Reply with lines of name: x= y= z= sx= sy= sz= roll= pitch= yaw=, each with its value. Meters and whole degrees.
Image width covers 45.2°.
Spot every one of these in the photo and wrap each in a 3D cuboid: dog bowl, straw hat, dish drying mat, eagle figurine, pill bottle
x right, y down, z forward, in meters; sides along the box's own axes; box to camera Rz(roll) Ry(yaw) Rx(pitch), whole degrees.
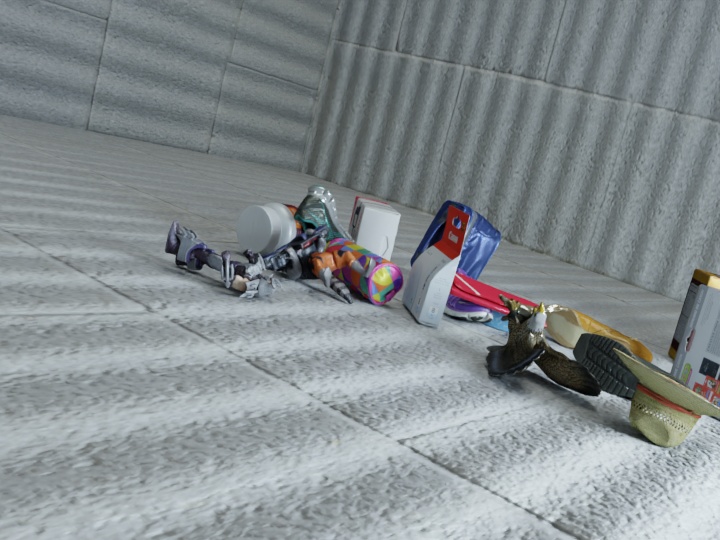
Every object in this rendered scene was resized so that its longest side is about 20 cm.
dog bowl: x=0.270 y=0.076 z=1.744 sx=0.109 sy=0.051 sz=0.200 roll=13 pitch=9 yaw=-17
straw hat: x=0.413 y=0.192 z=1.178 sx=0.198 sy=0.086 sz=0.201 roll=28 pitch=5 yaw=-3
dish drying mat: x=0.258 y=0.053 z=1.629 sx=0.196 sy=0.018 sz=0.077 roll=20 pitch=26 yaw=-9
eagle figurine: x=0.265 y=0.120 z=1.325 sx=0.149 sy=0.152 sz=0.202 roll=-22 pitch=40 yaw=12
pill bottle: x=-0.153 y=-0.078 z=1.739 sx=0.108 sy=0.112 sz=0.198 roll=20 pitch=10 yaw=30

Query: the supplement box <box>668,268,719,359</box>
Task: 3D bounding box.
supplement box: x=0.799 y=0.126 z=1.864 sx=0.193 sy=0.205 sz=0.133 roll=16 pitch=9 yaw=6

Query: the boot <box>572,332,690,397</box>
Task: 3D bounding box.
boot: x=0.455 y=0.173 z=1.441 sx=0.198 sy=0.079 sz=0.138 roll=35 pitch=12 yaw=23

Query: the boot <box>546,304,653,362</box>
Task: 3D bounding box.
boot: x=0.467 y=0.135 z=1.710 sx=0.142 sy=0.072 sz=0.200 roll=16 pitch=10 yaw=-42

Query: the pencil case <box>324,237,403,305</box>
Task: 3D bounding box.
pencil case: x=0.000 y=0.000 z=1.629 sx=0.087 sy=0.091 sz=0.199 roll=10 pitch=11 yaw=-32

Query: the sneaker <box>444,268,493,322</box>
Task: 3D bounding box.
sneaker: x=0.194 y=0.044 z=1.690 sx=0.079 sy=0.085 sz=0.200 roll=10 pitch=13 yaw=-26

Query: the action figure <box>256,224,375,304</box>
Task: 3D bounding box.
action figure: x=-0.098 y=-0.001 z=1.541 sx=0.198 sy=0.107 sz=0.191 roll=-28 pitch=28 yaw=-35

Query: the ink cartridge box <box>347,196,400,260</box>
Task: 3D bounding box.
ink cartridge box: x=0.020 y=-0.073 z=1.892 sx=0.082 sy=0.148 sz=0.200 roll=12 pitch=9 yaw=-8

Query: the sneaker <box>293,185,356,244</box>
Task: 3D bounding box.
sneaker: x=-0.074 y=-0.064 z=1.713 sx=0.076 sy=0.202 sz=0.092 roll=3 pitch=41 yaw=44

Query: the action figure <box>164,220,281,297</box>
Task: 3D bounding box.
action figure: x=-0.211 y=-0.009 z=1.367 sx=0.196 sy=0.071 sz=0.130 roll=22 pitch=1 yaw=13

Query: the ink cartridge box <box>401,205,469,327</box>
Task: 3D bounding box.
ink cartridge box: x=0.134 y=-0.016 z=1.568 sx=0.046 sy=0.205 sz=0.160 roll=14 pitch=9 yaw=-10

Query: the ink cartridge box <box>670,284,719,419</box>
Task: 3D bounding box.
ink cartridge box: x=0.631 y=0.145 z=1.454 sx=0.082 sy=0.205 sz=0.175 roll=10 pitch=12 yaw=-34

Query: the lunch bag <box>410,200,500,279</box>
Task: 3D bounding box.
lunch bag: x=0.195 y=-0.045 z=1.896 sx=0.131 sy=0.203 sz=0.136 roll=31 pitch=1 yaw=-20
